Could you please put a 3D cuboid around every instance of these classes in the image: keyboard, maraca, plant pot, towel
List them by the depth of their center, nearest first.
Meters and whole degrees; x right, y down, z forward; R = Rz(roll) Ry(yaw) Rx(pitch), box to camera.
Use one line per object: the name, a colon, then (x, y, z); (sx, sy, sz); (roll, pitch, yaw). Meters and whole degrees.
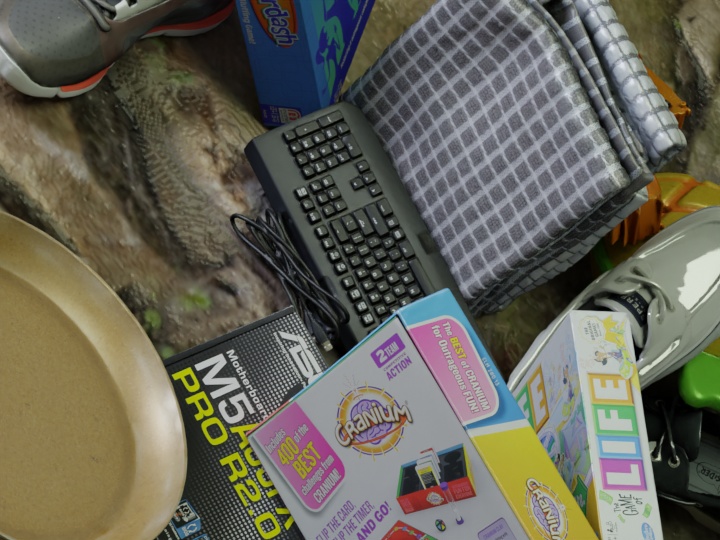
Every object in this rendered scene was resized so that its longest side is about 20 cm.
plant pot: (-0.167, 0.056, 1.043); (0.199, 0.027, 0.201); (34, 33, -26)
keyboard: (0.000, 0.000, 1.261); (0.103, 0.040, 0.201); (-26, 78, -15)
towel: (0.081, -0.079, 1.285); (0.085, 0.200, 0.167); (-14, 71, -39)
maraca: (0.216, 0.020, 1.377); (0.136, 0.107, 0.201); (-4, 52, -31)

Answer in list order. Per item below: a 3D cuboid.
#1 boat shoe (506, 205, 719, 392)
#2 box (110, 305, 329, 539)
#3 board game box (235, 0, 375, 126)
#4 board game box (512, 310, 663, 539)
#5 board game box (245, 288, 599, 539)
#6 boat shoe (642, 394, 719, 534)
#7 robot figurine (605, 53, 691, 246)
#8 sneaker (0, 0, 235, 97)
boat shoe: (0.161, 0.033, 1.288); (0.073, 0.065, 0.200); (41, 81, 18)
box: (-0.052, 0.135, 1.164); (0.160, 0.044, 0.201); (-21, 78, -42)
board game box: (-0.034, -0.208, 1.295); (0.045, 0.201, 0.153); (6, 49, 17)
board game box: (0.104, 0.128, 1.175); (0.034, 0.200, 0.135); (3, 60, -15)
board game box: (0.041, 0.132, 1.099); (0.040, 0.153, 0.201); (-23, 78, -43)
boat shoe: (0.198, 0.110, 1.346); (0.198, 0.066, 0.075); (30, 51, -18)
robot figurine: (0.119, -0.113, 1.354); (0.058, 0.146, 0.200); (-22, 49, -28)
sneaker: (-0.135, -0.167, 1.260); (0.200, 0.082, 0.077); (-33, 85, -44)
